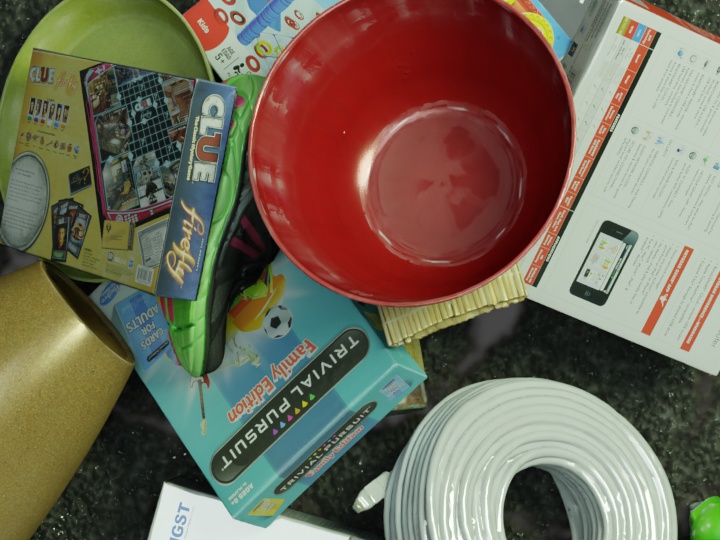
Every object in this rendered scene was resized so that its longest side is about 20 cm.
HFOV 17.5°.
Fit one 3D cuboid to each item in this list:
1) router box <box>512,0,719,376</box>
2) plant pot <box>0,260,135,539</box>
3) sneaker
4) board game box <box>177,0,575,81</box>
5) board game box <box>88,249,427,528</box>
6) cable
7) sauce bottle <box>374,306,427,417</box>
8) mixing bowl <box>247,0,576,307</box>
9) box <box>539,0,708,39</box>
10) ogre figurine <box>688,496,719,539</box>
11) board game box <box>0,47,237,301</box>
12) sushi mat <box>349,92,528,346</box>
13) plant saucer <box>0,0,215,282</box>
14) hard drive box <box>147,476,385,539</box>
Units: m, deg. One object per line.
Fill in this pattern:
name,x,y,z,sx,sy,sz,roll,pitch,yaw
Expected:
router box,0.192,-0.056,1.510,0.179,0.049,0.201,23,103,-17
plant pot,-0.251,0.093,1.538,0.200,0.186,0.187,-43,87,3
sneaker,-0.073,-0.022,1.494,0.083,0.077,0.201,11,105,-22
board game box,0.014,-0.149,1.557,0.196,0.056,0.200,-39,71,2
board game box,-0.072,0.043,1.550,0.151,0.047,0.200,-44,61,12
cable,0.113,0.165,1.536,0.200,0.069,0.200,45,61,-6
sauce bottle,0.000,0.000,1.590,0.064,0.065,0.202,-10,80,3
mixing bowl,0.041,-0.064,1.429,0.199,0.108,0.202,-3,76,13
box,0.150,-0.092,1.594,0.199,0.050,0.199,27,91,3
ogre figurine,0.271,0.213,1.539,0.119,0.098,0.201,-4,69,16
board game box,-0.160,-0.065,1.505,0.034,0.199,0.137,8,95,-39
sushi mat,0.035,-0.059,1.493,0.095,0.012,0.201,-19,74,10
plant saucer,-0.165,-0.092,1.581,0.199,0.031,0.202,-3,85,35
hard drive box,-0.055,0.242,1.581,0.199,0.077,0.157,15,89,4
